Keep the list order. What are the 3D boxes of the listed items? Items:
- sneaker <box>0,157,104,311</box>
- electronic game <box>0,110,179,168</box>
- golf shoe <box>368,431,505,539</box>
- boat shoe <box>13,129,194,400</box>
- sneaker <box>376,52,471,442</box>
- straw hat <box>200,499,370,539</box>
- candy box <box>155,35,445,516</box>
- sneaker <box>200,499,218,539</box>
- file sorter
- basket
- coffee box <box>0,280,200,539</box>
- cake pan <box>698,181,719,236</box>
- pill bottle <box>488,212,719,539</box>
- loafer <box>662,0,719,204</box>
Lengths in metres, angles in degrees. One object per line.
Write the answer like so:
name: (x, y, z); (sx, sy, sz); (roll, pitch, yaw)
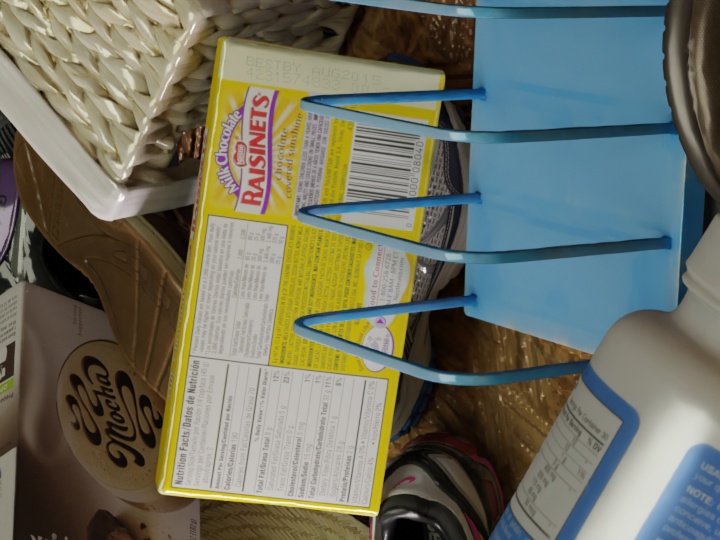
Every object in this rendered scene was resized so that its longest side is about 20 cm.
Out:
sneaker: (-0.157, 0.039, 1.179); (0.087, 0.076, 0.202); (-3, 113, 35)
electronic game: (-0.168, -0.058, 1.211); (0.199, 0.041, 0.202); (19, 120, 37)
golf shoe: (0.037, 0.183, 1.055); (0.072, 0.092, 0.202); (-9, 100, 19)
boat shoe: (-0.092, -0.008, 1.082); (0.200, 0.072, 0.073); (46, 138, 34)
sneaker: (0.000, 0.000, 1.044); (0.077, 0.085, 0.202); (25, 119, 36)
straw hat: (-0.061, 0.212, 1.100); (0.199, 0.085, 0.203); (1, 94, 9)
candy box: (-0.027, 0.004, 0.994); (0.026, 0.101, 0.202); (-143, 62, -78)
sneaker: (-0.083, 0.201, 1.196); (0.079, 0.078, 0.202); (1, 96, 40)
file sorter: (0.052, -0.064, 0.914); (0.138, 0.122, 0.202); (16, 107, 52)
basket: (-0.112, -0.141, 1.072); (0.200, 0.135, 0.124); (47, 128, 23)
coffee box: (-0.141, 0.123, 1.073); (0.080, 0.113, 0.202); (-30, 49, 38)
cake pan: (0.184, 0.036, 0.912); (0.199, 0.037, 0.202); (16, 114, 40)
pill bottle: (0.122, 0.086, 0.852); (0.112, 0.112, 0.201); (36, 102, 30)
loafer: (0.161, -0.119, 0.841); (0.071, 0.073, 0.202); (4, 94, 37)
